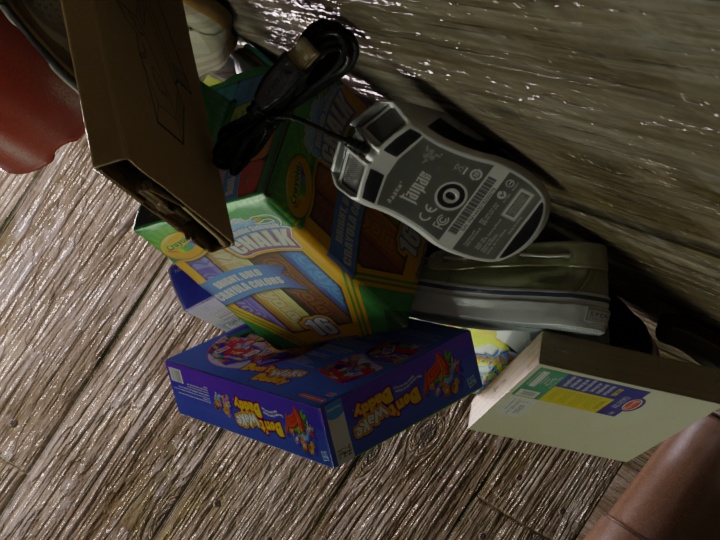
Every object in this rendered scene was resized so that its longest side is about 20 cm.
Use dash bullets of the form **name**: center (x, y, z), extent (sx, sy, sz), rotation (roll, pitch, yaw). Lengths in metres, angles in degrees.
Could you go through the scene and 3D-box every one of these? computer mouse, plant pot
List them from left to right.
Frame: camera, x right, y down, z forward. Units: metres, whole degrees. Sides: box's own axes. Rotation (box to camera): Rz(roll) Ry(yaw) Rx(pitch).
- **plant pot**: center (-0.276, -0.178, 1.058), extent (0.195, 0.201, 0.201), rotation (36, 176, -38)
- **computer mouse**: center (0.021, -0.066, 0.902), extent (0.200, 0.110, 0.044), rotation (26, -154, -23)
- **plant pot**: center (0.358, 0.264, 1.608), extent (0.200, 0.199, 0.200), rotation (33, 176, 2)

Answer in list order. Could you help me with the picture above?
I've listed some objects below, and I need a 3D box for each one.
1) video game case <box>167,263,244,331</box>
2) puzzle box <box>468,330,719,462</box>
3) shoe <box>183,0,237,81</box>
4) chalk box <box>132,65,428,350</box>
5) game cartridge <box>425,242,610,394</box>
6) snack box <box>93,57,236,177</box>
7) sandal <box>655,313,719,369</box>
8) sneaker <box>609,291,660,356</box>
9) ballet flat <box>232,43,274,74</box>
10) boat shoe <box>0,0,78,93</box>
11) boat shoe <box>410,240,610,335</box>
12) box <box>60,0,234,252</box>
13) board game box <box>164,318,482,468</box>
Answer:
- **video game case**: center (-0.041, -0.012, 1.284), extent (0.046, 0.199, 0.181), rotation (65, -174, 16)
- **puzzle box**: center (0.165, 0.095, 1.107), extent (0.133, 0.026, 0.200), rotation (13, 160, -6)
- **shoe**: center (-0.127, -0.168, 1.078), extent (0.070, 0.053, 0.200), rotation (32, 177, 8)
- **chalk box**: center (-0.058, -0.055, 1.025), extent (0.124, 0.125, 0.200), rotation (-12, 139, 38)
- **game cartridge**: center (0.086, 0.038, 1.152), extent (0.199, 0.041, 0.134), rotation (5, 137, 21)
- **snack box**: center (-0.151, -0.119, 1.301), extent (0.053, 0.143, 0.200), rotation (-10, -150, -40)
- **sandal**: center (0.285, 0.102, 1.074), extent (0.200, 0.055, 0.082), rotation (34, 176, 0)
- **sneaker**: center (0.147, 0.019, 1.203), extent (0.199, 0.081, 0.086), rotation (24, 163, 15)
- **ballet flat**: center (-0.023, -0.088, 1.140), extent (0.200, 0.069, 0.068), rotation (33, 180, -1)
- **boat shoe**: center (-0.197, -0.185, 0.920), extent (0.200, 0.074, 0.060), rotation (54, -150, -11)
- **boat shoe**: center (0.085, 0.007, 1.059), extent (0.199, 0.062, 0.072), rotation (5, 171, 34)
- **box**: center (-0.124, -0.124, 0.845), extent (0.163, 0.021, 0.201), rotation (43, -148, -69)
- **board game box**: center (-0.030, 0.073, 1.093), extent (0.200, 0.134, 0.045), rotation (10, 119, 53)
